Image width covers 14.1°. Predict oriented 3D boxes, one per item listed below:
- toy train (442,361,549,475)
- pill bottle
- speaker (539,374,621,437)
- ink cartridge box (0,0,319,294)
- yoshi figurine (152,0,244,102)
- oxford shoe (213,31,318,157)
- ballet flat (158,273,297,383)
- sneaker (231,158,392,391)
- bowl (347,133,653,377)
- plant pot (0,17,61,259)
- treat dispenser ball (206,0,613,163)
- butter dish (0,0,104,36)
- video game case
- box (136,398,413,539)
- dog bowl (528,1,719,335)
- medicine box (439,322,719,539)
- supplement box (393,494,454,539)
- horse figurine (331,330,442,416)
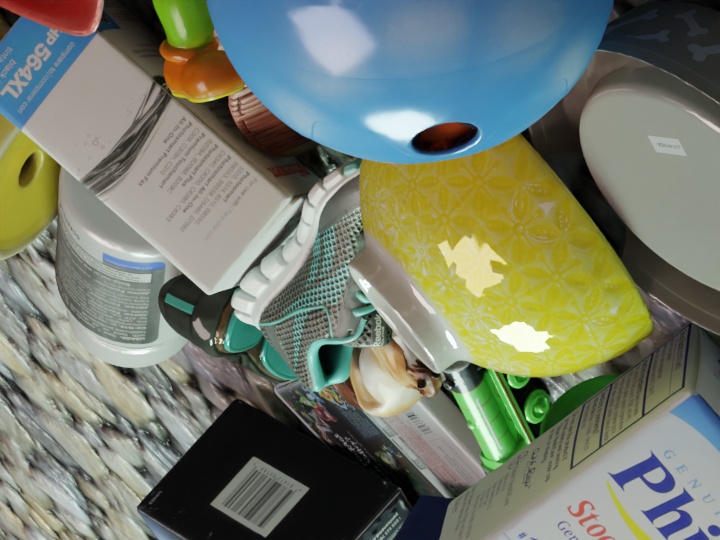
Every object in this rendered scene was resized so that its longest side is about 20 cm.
[{"bbox_3d":[0.100,0.108,1.869,0.042,0.056,0.201,16,145,45],"label":"toy train"},{"bbox_3d":[-0.151,-0.017,1.981,0.114,0.114,0.200,38,155,11],"label":"pill bottle"},{"bbox_3d":[0.179,0.159,1.795,0.088,0.088,0.201,16,144,46],"label":"speaker"},{"bbox_3d":[-0.127,-0.082,1.806,0.200,0.084,0.146,42,-171,5],"label":"ink cartridge box"},{"bbox_3d":[-0.070,-0.197,1.557,0.112,0.111,0.201,-60,-40,-75],"label":"yoshi figurine"},{"bbox_3d":[-0.060,-0.144,1.721,0.200,0.070,0.074,70,176,-53],"label":"oxford shoe"},{"bbox_3d":[-0.081,0.029,1.940,0.068,0.068,0.200,20,176,19],"label":"ballet flat"},{"bbox_3d":[0.000,0.000,1.764,0.091,0.077,0.200,57,141,18],"label":"sneaker"},{"bbox_3d":[0.058,-0.007,1.612,0.200,0.108,0.200,49,175,6],"label":"bowl"},{"bbox_3d":[-0.290,-0.106,1.957,0.188,0.201,0.201,29,153,19],"label":"plant pot"},{"bbox_3d":[0.024,-0.151,1.387,0.200,0.201,0.201,34,154,19],"label":"treat dispenser ball"},{"bbox_3d":[-0.249,-0.240,1.676,0.199,0.147,0.201,26,121,34],"label":"butter dish"},{"bbox_3d":[0.044,0.134,2.040,0.200,0.023,0.182,47,155,-9],"label":"video game case"},{"bbox_3d":[-0.028,0.228,2.146,0.200,0.123,0.199,25,156,47],"label":"box"},{"bbox_3d":[0.180,-0.052,1.483,0.200,0.059,0.200,34,154,19],"label":"dog bowl"},{"bbox_3d":[0.173,0.166,1.672,0.200,0.103,0.182,-38,101,22],"label":"medicine box"},{"bbox_3d":[0.107,0.258,1.997,0.200,0.110,0.109,46,155,-29],"label":"supplement box"},{"bbox_3d":[0.009,0.045,1.877,0.133,0.050,0.200,59,159,14],"label":"horse figurine"}]
